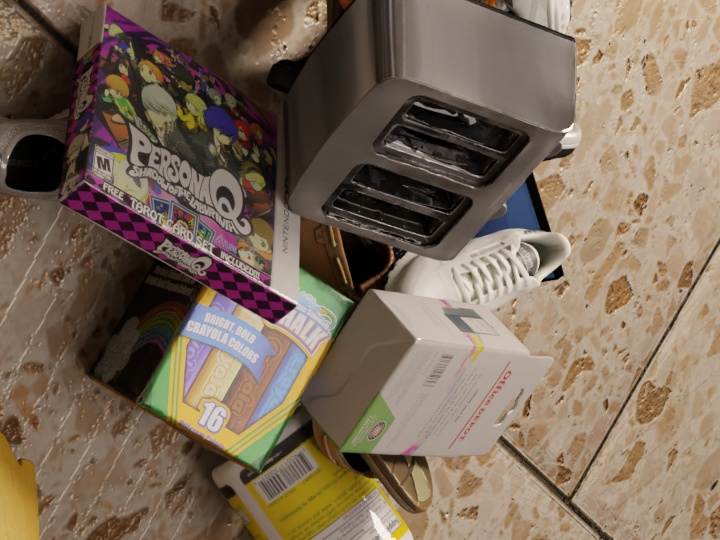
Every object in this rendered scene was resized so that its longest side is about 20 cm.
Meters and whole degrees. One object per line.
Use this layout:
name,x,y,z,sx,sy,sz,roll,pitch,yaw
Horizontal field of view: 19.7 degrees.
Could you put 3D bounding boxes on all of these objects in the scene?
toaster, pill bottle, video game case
toaster,0.044,-0.118,1.556,0.199,0.119,0.181,18,138,-23
pill bottle,-0.027,0.221,1.771,0.114,0.114,0.200,-35,90,-32
video game case,-0.126,-0.078,1.525,0.200,0.036,0.182,31,40,-31

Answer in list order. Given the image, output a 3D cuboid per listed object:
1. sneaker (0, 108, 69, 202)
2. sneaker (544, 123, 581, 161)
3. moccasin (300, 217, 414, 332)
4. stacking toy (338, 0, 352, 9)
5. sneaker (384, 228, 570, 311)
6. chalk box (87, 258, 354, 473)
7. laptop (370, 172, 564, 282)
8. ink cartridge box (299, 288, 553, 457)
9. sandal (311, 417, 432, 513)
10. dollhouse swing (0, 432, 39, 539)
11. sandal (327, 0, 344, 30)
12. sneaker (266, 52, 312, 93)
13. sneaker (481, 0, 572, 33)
sneaker,-0.216,-0.075,1.517,0.199,0.082,0.075,-6,112,-47
sneaker,0.086,-0.086,1.768,0.199,0.073,0.112,1,119,-25
moccasin,0.000,-0.001,1.761,0.202,0.077,0.074,61,32,-36
stacking toy,0.047,-0.204,1.613,0.200,0.109,0.116,52,48,-30
sneaker,0.098,0.005,1.763,0.200,0.080,0.077,-29,103,-48
chalk box,-0.100,0.036,1.641,0.124,0.125,0.201,34,82,-26
laptop,0.066,-0.006,1.850,0.200,0.103,0.178,-45,135,-24
ink cartridge box,0.056,0.087,1.684,0.200,0.067,0.117,10,120,-51
sandal,-0.015,0.129,1.723,0.054,0.200,0.080,-50,167,23
dollhouse swing,-0.365,0.212,1.528,0.200,0.175,0.183,32,42,-50
sandal,0.002,-0.247,1.679,0.080,0.054,0.201,12,79,-26
sneaker,0.002,-0.182,1.732,0.199,0.060,0.105,12,99,-54
sneaker,0.136,-0.276,1.825,0.079,0.074,0.201,-33,130,-27
